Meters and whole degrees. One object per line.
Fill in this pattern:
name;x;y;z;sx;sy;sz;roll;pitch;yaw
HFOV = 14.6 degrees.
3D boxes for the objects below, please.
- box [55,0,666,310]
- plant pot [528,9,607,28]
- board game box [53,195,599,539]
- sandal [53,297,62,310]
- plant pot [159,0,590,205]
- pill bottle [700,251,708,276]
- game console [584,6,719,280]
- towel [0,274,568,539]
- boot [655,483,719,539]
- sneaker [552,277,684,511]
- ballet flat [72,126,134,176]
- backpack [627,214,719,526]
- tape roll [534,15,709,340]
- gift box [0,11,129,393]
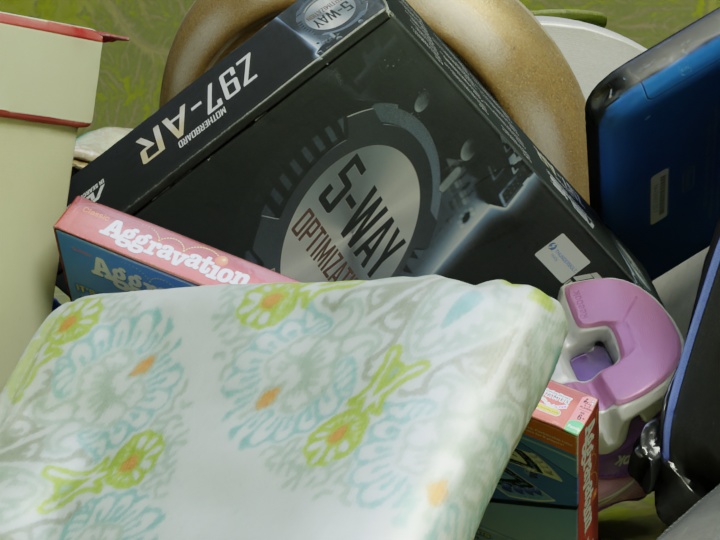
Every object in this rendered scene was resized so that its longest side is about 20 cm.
box;0.000;0.000;1.061;0.160;0.200;0.044;-36;36;11
plant pot;0.031;-0.015;1.343;0.199;0.191;0.200;-8;0;0
board game box;-0.011;0.045;0.964;0.199;0.103;0.019;21;56;20
sandal;-0.135;0.048;1.178;0.087;0.080;0.200;-44;18;-15
plant pot;0.002;-0.043;1.170;0.199;0.201;0.027;-6;21;26
pill bottle;0.251;0.009;1.192;0.199;0.113;0.112;-9;5;-13
game console;0.140;-0.106;1.125;0.170;0.119;0.200;-30;-22;-6
towel;-0.050;0.075;0.861;0.199;0.048;0.172;-2;49;37
boot;0.183;0.077;0.822;0.181;0.073;0.200;5;13;18
sneaker;0.031;0.079;1.055;0.199;0.089;0.081;-19;48;-2
ballet flat;-0.076;0.033;1.163;0.067;0.201;0.062;-37;-13;29
backpack;0.206;0.005;1.017;0.146;0.184;0.200;18;14;19
tape roll;0.076;-0.012;1.243;0.202;0.204;0.037;-9;8;0
gift box;-0.190;-0.029;0.956;0.199;0.188;0.184;9;3;25
